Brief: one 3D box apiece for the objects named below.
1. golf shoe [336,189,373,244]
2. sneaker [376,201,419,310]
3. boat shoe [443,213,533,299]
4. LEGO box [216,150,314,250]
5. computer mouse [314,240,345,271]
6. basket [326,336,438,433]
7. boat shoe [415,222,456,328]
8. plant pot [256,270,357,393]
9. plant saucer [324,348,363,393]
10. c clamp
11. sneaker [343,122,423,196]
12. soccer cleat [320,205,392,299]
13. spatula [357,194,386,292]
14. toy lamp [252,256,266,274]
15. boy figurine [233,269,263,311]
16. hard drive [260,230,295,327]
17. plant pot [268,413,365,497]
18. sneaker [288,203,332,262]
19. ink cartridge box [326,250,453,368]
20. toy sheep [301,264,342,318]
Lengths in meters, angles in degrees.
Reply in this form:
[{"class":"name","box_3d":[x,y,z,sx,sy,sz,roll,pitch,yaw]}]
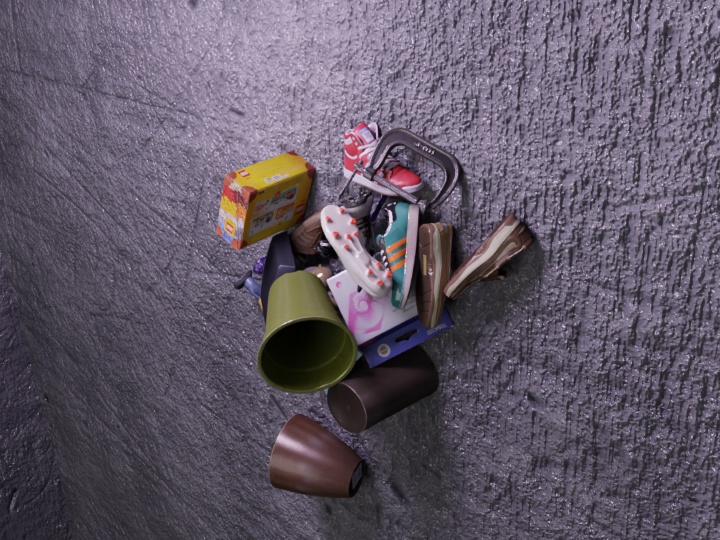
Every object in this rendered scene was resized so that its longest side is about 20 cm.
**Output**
[{"class":"golf shoe","box_3d":[-0.003,-0.096,1.553,0.200,0.076,0.096,119,131,-79]},{"class":"sneaker","box_3d":[0.067,-0.029,1.497,0.078,0.071,0.205,6,86,7]},{"class":"boat shoe","box_3d":[0.230,-0.005,1.399,0.075,0.075,0.203,41,127,1]},{"class":"LEGO box","box_3d":[-0.202,-0.152,1.677,0.077,0.198,0.151,38,132,23]},{"class":"computer mouse","box_3d":[0.000,0.000,1.630,0.200,0.138,0.053,43,96,14]},{"class":"basket","box_3d":[0.034,0.241,1.633,0.178,0.198,0.139,24,125,36]},{"class":"boat shoe","box_3d":[0.152,0.010,1.489,0.071,0.075,0.205,34,126,58]},{"class":"plant pot","box_3d":[-0.116,0.107,1.567,0.192,0.195,0.203,-106,23,-51]},{"class":"plant saucer","box_3d":[-0.022,0.252,1.824,0.198,0.027,0.204,21,123,37]},{"class":"c clamp","box_3d":[0.078,-0.170,1.440,0.197,0.027,0.174,25,87,16]},{"class":"sneaker","box_3d":[0.038,-0.217,1.499,0.198,0.071,0.115,22,127,39]},{"class":"soccer cleat","box_3d":[-0.015,-0.031,1.472,0.201,0.069,0.078,53,152,9]},{"class":"spatula","box_3d":[0.021,-0.056,1.520,0.020,0.057,0.205,12,88,8]},{"class":"toy lamp","box_3d":[-0.178,0.055,1.863,0.200,0.058,0.059,48,136,20]},{"class":"boy figurine","box_3d":[-0.223,0.093,1.904,0.201,0.064,0.124,50,167,-1]},{"class":"hard drive","box_3d":[-0.187,0.027,1.745,0.136,0.041,0.203,-108,27,-46]},{"class":"plant pot","box_3d":[-0.093,0.473,1.914,0.196,0.187,0.191,15,121,23]},{"class":"sneaker","box_3d":[-0.097,-0.080,1.715,0.076,0.070,0.199,53,146,-5]},{"class":"ink cartridge box","box_3d":[0.059,0.064,1.554,0.193,0.043,0.203,-27,89,7]},{"class":"toy sheep","box_3d":[-0.098,0.069,1.738,0.138,0.137,0.202,41,134,22]}]
